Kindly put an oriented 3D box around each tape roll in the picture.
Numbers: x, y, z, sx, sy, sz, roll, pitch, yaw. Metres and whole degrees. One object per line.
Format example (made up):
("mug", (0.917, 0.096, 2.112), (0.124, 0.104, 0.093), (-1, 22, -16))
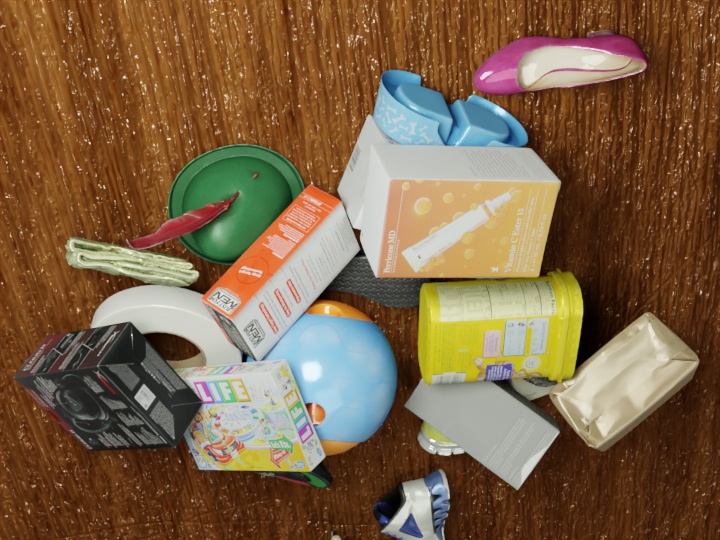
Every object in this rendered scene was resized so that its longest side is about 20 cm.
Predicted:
("tape roll", (-0.251, 0.099, 1.218), (0.201, 0.037, 0.204), (0, 136, 0))

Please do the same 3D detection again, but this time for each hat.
("hat", (-0.151, -0.038, 1.114), (0.199, 0.176, 0.167), (-18, 121, -2))

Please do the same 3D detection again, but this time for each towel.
("towel", (-0.273, -0.009, 1.100), (0.147, 0.200, 0.037), (12, 89, -19))

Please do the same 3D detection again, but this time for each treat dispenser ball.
("treat dispenser ball", (-0.051, 0.140, 1.230), (0.199, 0.201, 0.202), (-6, 121, -10))

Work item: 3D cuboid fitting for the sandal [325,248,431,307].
("sandal", (0.000, 0.000, 1.261), (0.198, 0.045, 0.076), (10, 113, -2))

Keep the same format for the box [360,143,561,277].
("box", (0.109, -0.068, 1.077), (0.198, 0.098, 0.125), (-1, 120, -13))

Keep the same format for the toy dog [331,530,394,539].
("toy dog", (0.010, 0.456, 1.492), (0.131, 0.097, 0.200), (15, 158, 20))

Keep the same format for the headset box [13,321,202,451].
("headset box", (-0.320, 0.149, 1.169), (0.199, 0.077, 0.149), (-10, 127, 40))

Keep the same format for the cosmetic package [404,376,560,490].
("cosmetic package", (0.172, 0.203, 1.328), (0.200, 0.090, 0.107), (38, 97, 11))

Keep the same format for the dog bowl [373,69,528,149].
("dog bowl", (0.106, -0.177, 1.138), (0.199, 0.112, 0.050), (14, 125, -21))

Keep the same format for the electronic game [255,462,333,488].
("electronic game", (-0.133, 0.263, 1.311), (0.199, 0.200, 0.042), (30, 67, -27))

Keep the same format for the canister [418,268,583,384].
("canister", (0.180, 0.078, 1.241), (0.198, 0.087, 0.149), (-3, 122, -5))

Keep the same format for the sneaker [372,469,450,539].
("sneaker", (0.076, 0.407, 1.500), (0.114, 0.081, 0.201), (-3, 114, -8))

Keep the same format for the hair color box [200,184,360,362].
("hair color box", (-0.094, 0.003, 1.155), (0.200, 0.061, 0.102), (-48, 146, -20))

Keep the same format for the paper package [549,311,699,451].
("paper package", (0.377, 0.163, 1.341), (0.190, 0.104, 0.200), (-40, 160, 5))

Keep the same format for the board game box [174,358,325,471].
("board game box", (-0.149, 0.182, 1.165), (0.199, 0.034, 0.135), (-9, 108, 39))

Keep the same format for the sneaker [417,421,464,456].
("sneaker", (0.188, 0.225, 1.413), (0.198, 0.078, 0.091), (-3, 119, -11))

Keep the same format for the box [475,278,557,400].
("box", (0.231, 0.089, 1.348), (0.082, 0.069, 0.201), (-21, 123, 1))

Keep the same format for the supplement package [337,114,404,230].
("supplement package", (0.089, -0.099, 1.178), (0.199, 0.110, 0.114), (15, 115, -21))

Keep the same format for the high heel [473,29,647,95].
("high heel", (0.241, -0.242, 1.138), (0.198, 0.096, 0.068), (-11, 122, -7))
